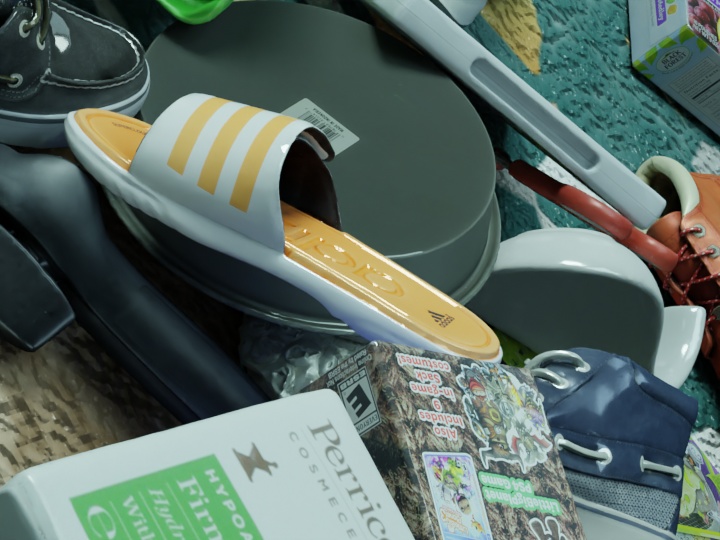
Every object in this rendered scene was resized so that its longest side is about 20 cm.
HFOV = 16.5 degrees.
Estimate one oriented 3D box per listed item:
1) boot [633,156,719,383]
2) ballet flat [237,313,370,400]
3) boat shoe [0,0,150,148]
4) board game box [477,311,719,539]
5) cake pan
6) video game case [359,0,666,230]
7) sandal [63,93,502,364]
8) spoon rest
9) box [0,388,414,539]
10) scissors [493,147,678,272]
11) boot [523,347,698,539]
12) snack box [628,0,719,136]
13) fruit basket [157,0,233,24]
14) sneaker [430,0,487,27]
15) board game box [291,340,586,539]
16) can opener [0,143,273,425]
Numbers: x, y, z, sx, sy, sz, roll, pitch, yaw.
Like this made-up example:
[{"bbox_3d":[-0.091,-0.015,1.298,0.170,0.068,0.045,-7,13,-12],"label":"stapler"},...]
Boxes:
[{"bbox_3d":[0.208,0.017,1.434,0.107,0.075,0.201,28,33,-31],"label":"boot"},{"bbox_3d":[0.000,0.000,1.178,0.072,0.072,0.200,50,33,-9],"label":"ballet flat"},{"bbox_3d":[-0.164,-0.103,1.031,0.199,0.066,0.070,10,48,-36],"label":"boat shoe"},{"bbox_3d":[0.127,0.088,1.300,0.200,0.032,0.120,52,36,-6],"label":"board game box"},{"bbox_3d":[-0.024,-0.054,1.145,0.199,0.037,0.201,13,42,-12],"label":"cake pan"},{"bbox_3d":[0.056,-0.108,1.294,0.182,0.022,0.200,38,4,-26],"label":"video game case"},{"bbox_3d":[-0.023,-0.030,1.026,0.206,0.059,0.079,29,17,8],"label":"sandal"},{"bbox_3d":[0.122,0.025,1.254,0.200,0.099,0.061,25,63,-57],"label":"spoon rest"},{"bbox_3d":[-0.074,0.178,0.803,0.171,0.200,0.200,-12,70,-57],"label":"box"},{"bbox_3d":[0.083,-0.049,1.286,0.073,0.014,0.200,28,2,-46],"label":"scissors"},{"bbox_3d":[0.068,0.071,1.125,0.199,0.073,0.091,24,73,-35],"label":"boot"},{"bbox_3d":[0.239,-0.178,1.655,0.142,0.053,0.201,36,37,-30],"label":"snack box"},{"bbox_3d":[-0.102,-0.229,1.124,0.215,0.156,0.216,36,14,-11],"label":"fruit basket"},{"bbox_3d":[0.084,-0.205,1.439,0.074,0.087,0.200,42,27,-7],"label":"sneaker"},{"bbox_3d":[0.010,0.156,0.969,0.097,0.159,0.201,12,52,-46],"label":"board game box"},{"bbox_3d":[-0.100,0.021,1.046,0.200,0.079,0.063,42,-7,-18],"label":"can opener"}]
